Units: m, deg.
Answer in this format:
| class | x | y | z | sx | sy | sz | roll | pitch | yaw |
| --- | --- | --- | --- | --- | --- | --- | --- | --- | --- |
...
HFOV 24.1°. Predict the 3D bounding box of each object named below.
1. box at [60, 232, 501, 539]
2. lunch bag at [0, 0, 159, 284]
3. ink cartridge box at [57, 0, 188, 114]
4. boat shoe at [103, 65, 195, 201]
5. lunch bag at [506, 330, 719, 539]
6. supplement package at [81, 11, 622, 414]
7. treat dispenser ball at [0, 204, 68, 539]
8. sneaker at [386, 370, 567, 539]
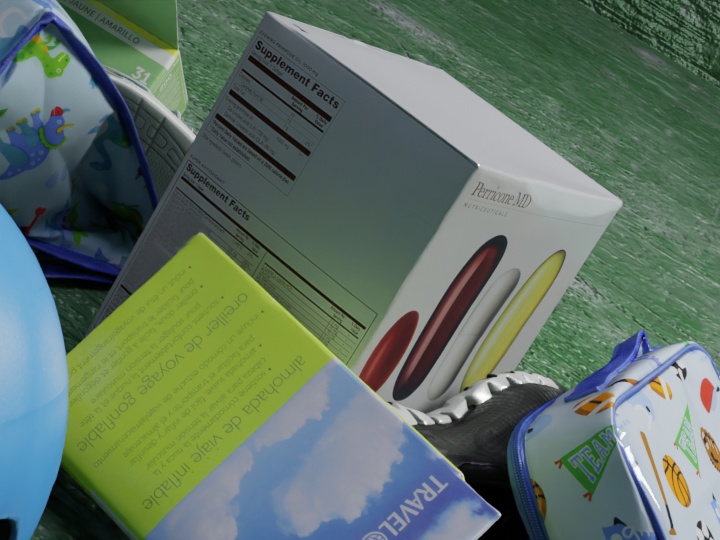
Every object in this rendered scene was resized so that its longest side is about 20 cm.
| class | x | y | z | sx | sy | sz | roll | pitch | yaw |
| --- | --- | --- | --- | --- | --- | --- | --- | --- | --- |
| box | -0.046 | 0.089 | 0.750 | 0.200 | 0.122 | 0.048 | 41 | -13 | 25 |
| lunch bag | -0.202 | -0.088 | 0.981 | 0.170 | 0.127 | 0.200 | 46 | -3 | 39 |
| ink cartridge box | -0.191 | -0.173 | 1.154 | 0.145 | 0.048 | 0.200 | 32 | -15 | 6 |
| boat shoe | -0.174 | -0.103 | 1.127 | 0.201 | 0.075 | 0.065 | 28 | 21 | 19 |
| lunch bag | 0.145 | 0.116 | 0.829 | 0.200 | 0.075 | 0.161 | -19 | 86 | -65 |
| supplement package | 0.000 | 0.000 | 0.892 | 0.147 | 0.201 | 0.191 | 38 | 16 | 26 |
| treat dispenser ball | -0.197 | 0.041 | 0.555 | 0.200 | 0.202 | 0.201 | 25 | 20 | -10 |
| sneaker | 0.061 | 0.104 | 0.843 | 0.090 | 0.067 | 0.200 | 43 | 28 | 28 |
